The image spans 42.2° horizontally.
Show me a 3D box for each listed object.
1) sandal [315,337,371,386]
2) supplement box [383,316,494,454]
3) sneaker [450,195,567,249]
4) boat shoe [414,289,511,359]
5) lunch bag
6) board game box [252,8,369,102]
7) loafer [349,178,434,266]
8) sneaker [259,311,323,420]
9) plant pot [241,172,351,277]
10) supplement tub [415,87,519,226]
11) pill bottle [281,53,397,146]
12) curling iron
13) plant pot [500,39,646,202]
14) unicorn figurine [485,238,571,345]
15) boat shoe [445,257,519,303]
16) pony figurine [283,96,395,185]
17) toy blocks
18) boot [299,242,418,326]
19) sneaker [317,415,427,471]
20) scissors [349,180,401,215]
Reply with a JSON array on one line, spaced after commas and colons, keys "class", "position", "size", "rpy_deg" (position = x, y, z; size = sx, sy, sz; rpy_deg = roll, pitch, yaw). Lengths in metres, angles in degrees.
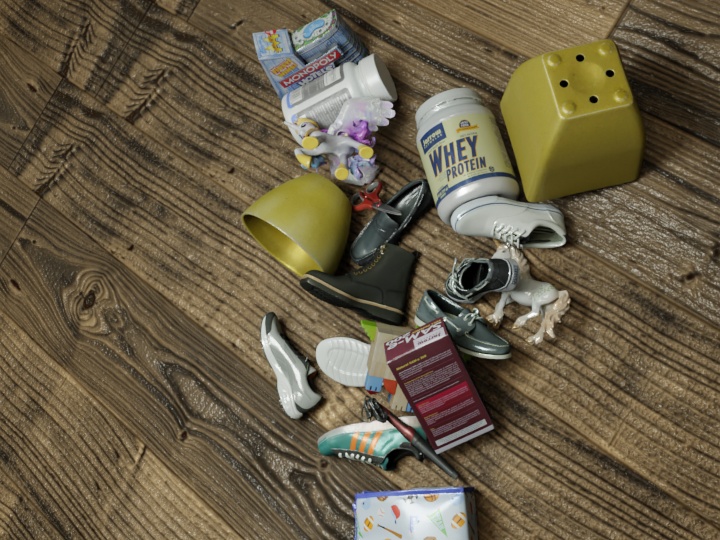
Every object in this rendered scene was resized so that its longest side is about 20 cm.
[{"class": "sandal", "position": [0.019, 0.164, 1.637], "size": [0.199, 0.050, 0.084], "rpy_deg": [8, 95, 14]}, {"class": "supplement box", "position": [0.126, 0.185, 1.489], "size": [0.108, 0.202, 0.061], "rpy_deg": [-24, 27, 7]}, {"class": "sneaker", "position": [0.247, -0.073, 1.519], "size": [0.197, 0.074, 0.071], "rpy_deg": [-1, 41, -12]}, {"class": "boat shoe", "position": [0.169, 0.089, 1.538], "size": [0.199, 0.072, 0.063], "rpy_deg": [26, 111, 43]}, {"class": "lunch bag", "position": [0.087, 0.434, 1.492], "size": [0.197, 0.124, 0.173], "rpy_deg": [-8, 74, 15]}, {"class": "board game box", "position": [-0.105, -0.398, 1.753], "size": [0.198, 0.199, 0.062], "rpy_deg": [-24, 67, 18]}, {"class": "loafer", "position": [0.052, -0.090, 1.671], "size": [0.200, 0.070, 0.068], "rpy_deg": [-43, 64, 10]}, {"class": "sneaker", "position": [-0.126, 0.166, 1.696], "size": [0.078, 0.074, 0.202], "rpy_deg": [-25, 73, 7]}, {"class": "plant pot", "position": [-0.096, -0.090, 1.688], "size": [0.199, 0.201, 0.143], "rpy_deg": [29, 73, 28]}, {"class": "supplement tub", "position": [0.178, -0.192, 1.596], "size": [0.143, 0.145, 0.203], "rpy_deg": [-23, 68, 18]}, {"class": "pill bottle", "position": [-0.038, -0.319, 1.750], "size": [0.198, 0.114, 0.115], "rpy_deg": [-23, 68, 18]}, {"class": "curling iron", "position": [0.079, 0.277, 1.528], "size": [0.199, 0.050, 0.026], "rpy_deg": [39, 128, 2]}, {"class": "plant pot", "position": [0.342, -0.254, 1.472], "size": [0.191, 0.200, 0.198], "rpy_deg": [-12, 69, -1]}, {"class": "unicorn figurine", "position": [0.263, 0.035, 1.540], "size": [0.198, 0.074, 0.138], "rpy_deg": [27, 81, 31]}, {"class": "boat shoe", "position": [0.179, 0.015, 1.529], "size": [0.199, 0.067, 0.075], "rpy_deg": [176, 100, -66]}, {"class": "pony figurine", "position": [-0.035, -0.223, 1.646], "size": [0.190, 0.200, 0.169], "rpy_deg": [7, 112, -14]}, {"class": "toy blocks", "position": [0.085, 0.172, 1.555], "size": [0.197, 0.100, 0.139], "rpy_deg": [11, 104, -8]}, {"class": "boot", "position": [0.000, 0.000, 1.626], "size": [0.077, 0.198, 0.140], "rpy_deg": [-3, 67, 61]}, {"class": "sneaker", "position": [0.018, 0.303, 1.585], "size": [0.197, 0.071, 0.081], "rpy_deg": [-14, 67, 20]}, {"class": "scissors", "position": [0.024, -0.112, 1.659], "size": [0.073, 0.014, 0.200], "rpy_deg": [-34, 26, 3]}]
